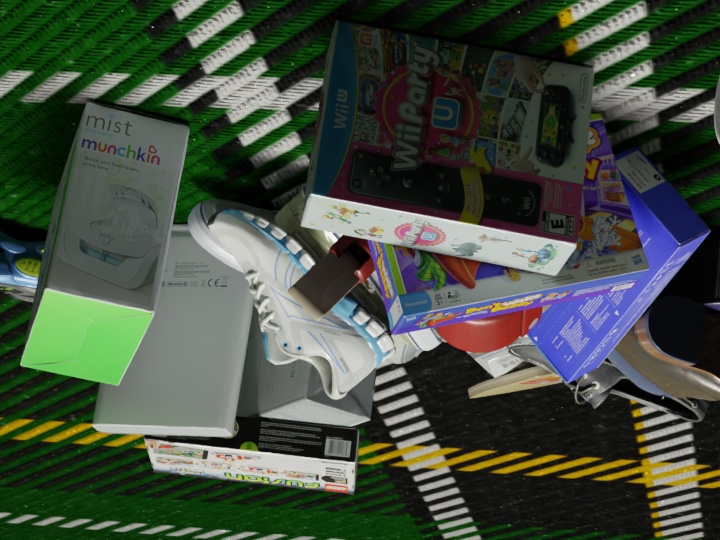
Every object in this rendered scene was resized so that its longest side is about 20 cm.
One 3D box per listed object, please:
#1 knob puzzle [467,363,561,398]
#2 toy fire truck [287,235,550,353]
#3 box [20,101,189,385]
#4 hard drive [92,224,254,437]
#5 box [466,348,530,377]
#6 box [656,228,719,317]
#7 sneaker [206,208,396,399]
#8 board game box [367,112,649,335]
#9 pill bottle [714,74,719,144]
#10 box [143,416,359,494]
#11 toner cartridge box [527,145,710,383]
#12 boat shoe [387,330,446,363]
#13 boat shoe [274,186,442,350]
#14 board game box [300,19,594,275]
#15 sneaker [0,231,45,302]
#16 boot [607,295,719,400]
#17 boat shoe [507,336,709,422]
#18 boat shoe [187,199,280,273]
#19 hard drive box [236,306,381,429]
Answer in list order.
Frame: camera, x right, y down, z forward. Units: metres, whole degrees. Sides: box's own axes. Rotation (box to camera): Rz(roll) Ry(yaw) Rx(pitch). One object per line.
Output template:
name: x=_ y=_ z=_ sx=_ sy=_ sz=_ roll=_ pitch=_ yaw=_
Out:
knob puzzle: x=0.196 y=0.089 z=1.960 sx=0.219 sy=0.031 sz=0.220 roll=-12 pitch=173 yaw=-1
toy fire truck: x=0.046 y=0.001 z=1.612 sx=0.176 sy=0.200 sz=0.129 roll=40 pitch=162 yaw=18
box: x=-0.219 y=-0.019 z=1.738 sx=0.097 sy=0.177 sz=0.200 roll=12 pitch=157 yaw=-11
hard drive: x=-0.166 y=0.053 z=1.858 sx=0.132 sy=0.200 sz=0.026 roll=0 pitch=157 yaw=18
box: x=0.146 y=0.017 z=1.810 sx=0.156 sy=0.041 sz=0.200 roll=-24 pitch=148 yaw=17
box: x=0.322 y=0.038 z=1.820 sx=0.141 sy=0.079 sz=0.200 roll=-2 pitch=155 yaw=29
sneaker: x=-0.064 y=0.032 z=1.740 sx=0.200 sy=0.087 sz=0.075 roll=44 pitch=165 yaw=-9
board game box: x=0.106 y=-0.037 z=1.553 sx=0.200 sy=0.135 sz=0.045 roll=-11 pitch=162 yaw=-15
pill bottle: x=0.359 y=-0.108 z=1.415 sx=0.200 sy=0.111 sz=0.111 roll=15 pitch=156 yaw=-16
box: x=-0.102 y=0.173 z=1.935 sx=0.200 sy=0.035 sz=0.110 roll=6 pitch=158 yaw=1
toner cartridge box: x=0.198 y=-0.002 z=1.669 sx=0.043 sy=0.095 sz=0.200 roll=-23 pitch=157 yaw=-38
boat shoe: x=0.070 y=0.042 z=1.919 sx=0.071 sy=0.070 sz=0.201 roll=15 pitch=154 yaw=-1
boat shoe: x=0.000 y=0.000 z=1.784 sx=0.062 sy=0.072 sz=0.200 roll=-31 pitch=117 yaw=14
board game box: x=0.065 y=-0.091 z=1.508 sx=0.200 sy=0.148 sz=0.064 roll=10 pitch=159 yaw=-5
sneaker: x=-0.348 y=-0.003 z=1.956 sx=0.199 sy=0.071 sz=0.083 roll=14 pitch=151 yaw=-21
boot: x=0.299 y=0.080 z=1.756 sx=0.200 sy=0.075 sz=0.097 roll=30 pitch=160 yaw=-23
boat shoe: x=0.219 y=0.093 z=1.806 sx=0.200 sy=0.066 sz=0.070 roll=15 pitch=157 yaw=-9
boat shoe: x=-0.056 y=-0.030 z=1.820 sx=0.200 sy=0.074 sz=0.067 roll=20 pitch=129 yaw=-29
hard drive box: x=-0.067 y=0.081 z=1.953 sx=0.077 sy=0.156 sz=0.200 roll=20 pitch=155 yaw=-30
